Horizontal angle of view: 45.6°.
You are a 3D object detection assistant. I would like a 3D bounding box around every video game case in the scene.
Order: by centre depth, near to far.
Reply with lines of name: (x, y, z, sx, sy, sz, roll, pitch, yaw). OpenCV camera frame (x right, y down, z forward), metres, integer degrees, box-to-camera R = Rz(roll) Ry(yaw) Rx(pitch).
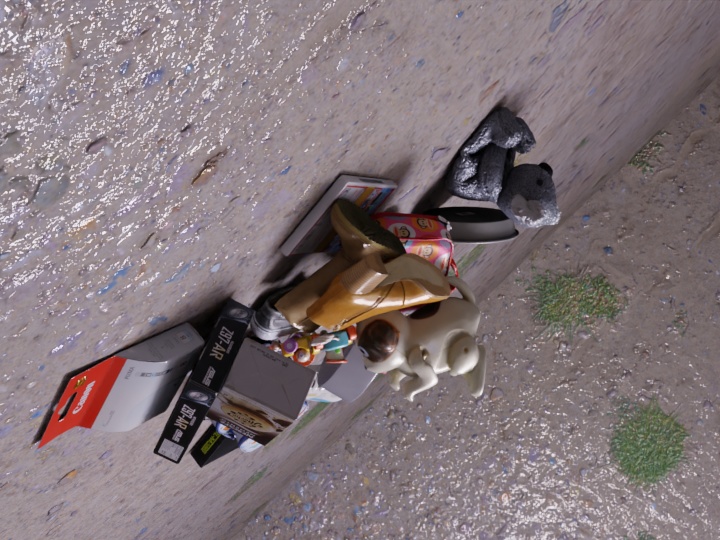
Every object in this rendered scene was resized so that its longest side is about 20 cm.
video game case: (-0.028, -0.081, 1.276, 0.143, 0.017, 0.200, -49, 165, 18)

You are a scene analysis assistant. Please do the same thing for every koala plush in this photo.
koala plush: (0.274, -0.154, 1.535, 0.184, 0.200, 0.177, -47, 166, 17)

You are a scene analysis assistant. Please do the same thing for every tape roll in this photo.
tape roll: (-0.002, 0.137, 1.567, 0.201, 0.066, 0.201, -56, -171, 14)

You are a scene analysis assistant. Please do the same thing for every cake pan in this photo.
cake pan: (0.200, -0.089, 1.612, 0.200, 0.198, 0.037, -22, 116, -56)

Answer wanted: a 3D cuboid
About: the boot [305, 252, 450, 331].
boot: (0.026, 0.039, 1.254, 0.200, 0.071, 0.144, 12, 138, -44)

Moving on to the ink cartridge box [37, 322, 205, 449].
ink cartridge box: (-0.312, 0.164, 1.127, 0.199, 0.047, 0.161, -28, 159, -52)

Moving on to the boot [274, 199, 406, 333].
boot: (-0.048, 0.003, 1.250, 0.199, 0.067, 0.175, -37, 139, 17)

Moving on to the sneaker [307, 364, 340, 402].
sneaker: (-0.100, 0.219, 1.669, 0.197, 0.078, 0.081, -6, 170, 11)

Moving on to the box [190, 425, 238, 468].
box: (-0.235, 0.306, 1.778, 0.194, 0.048, 0.199, -52, 164, 24)

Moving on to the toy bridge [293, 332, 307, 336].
toy bridge: (-0.164, 0.170, 1.613, 0.200, 0.027, 0.067, -43, 169, -2)

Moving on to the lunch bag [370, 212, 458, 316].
lunch bag: (0.076, 0.004, 1.382, 0.173, 0.082, 0.202, 2, 130, -12)

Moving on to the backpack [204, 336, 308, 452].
backpack: (-0.184, 0.210, 1.441, 0.199, 0.154, 0.191, -40, 158, -6)

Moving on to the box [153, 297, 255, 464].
box: (-0.225, 0.160, 1.227, 0.201, 0.043, 0.161, -57, -170, 42)

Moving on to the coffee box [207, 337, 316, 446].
coffee box: (-0.151, 0.181, 1.243, 0.081, 0.112, 0.200, -67, -172, -26)

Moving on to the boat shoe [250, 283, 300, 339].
boat shoe: (-0.091, 0.057, 1.389, 0.199, 0.072, 0.071, -25, 159, -50)

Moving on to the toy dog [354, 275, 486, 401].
toy dog: (0.088, 0.110, 1.340, 0.197, 0.140, 0.197, 2, 111, -16)

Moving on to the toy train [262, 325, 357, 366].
toy train: (-0.098, 0.132, 1.322, 0.198, 0.056, 0.150, -13, -178, 33)
